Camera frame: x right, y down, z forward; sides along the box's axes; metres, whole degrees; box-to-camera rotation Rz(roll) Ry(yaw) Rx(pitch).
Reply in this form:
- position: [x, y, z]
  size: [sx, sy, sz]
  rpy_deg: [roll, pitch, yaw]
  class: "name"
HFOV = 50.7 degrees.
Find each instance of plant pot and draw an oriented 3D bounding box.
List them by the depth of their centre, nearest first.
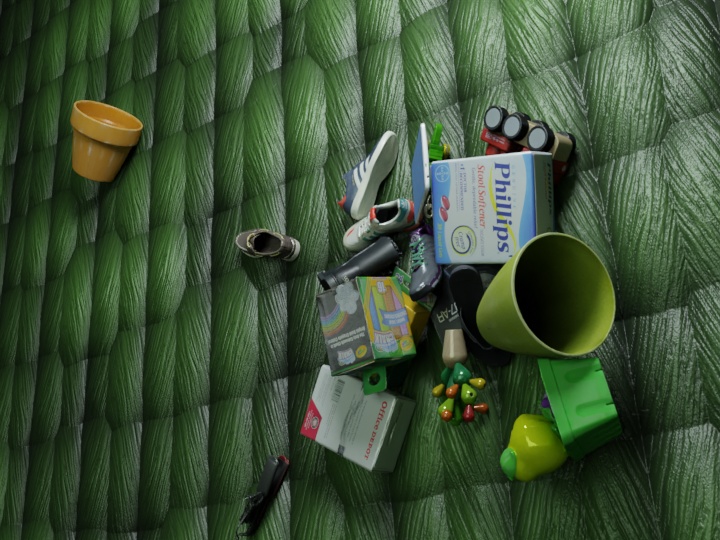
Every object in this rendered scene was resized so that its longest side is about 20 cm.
- position: [0.272, 0.060, 1.223]
  size: [0.200, 0.183, 0.191]
  rpy_deg: [143, 132, -64]
  class: "plant pot"
- position: [-0.759, -0.369, 2.221]
  size: [0.200, 0.198, 0.186]
  rpy_deg: [40, 115, 38]
  class: "plant pot"

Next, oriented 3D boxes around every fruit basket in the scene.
- position: [0.304, 0.237, 1.198]
  size: [0.213, 0.214, 0.158]
  rpy_deg: [-27, 61, 27]
  class: "fruit basket"

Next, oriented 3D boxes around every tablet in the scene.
- position: [0.115, -0.179, 1.449]
  size: [0.013, 0.200, 0.133]
  rpy_deg: [-2, 75, -1]
  class: "tablet"

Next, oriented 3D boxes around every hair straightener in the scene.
- position: [-0.223, 0.480, 1.599]
  size: [0.041, 0.077, 0.202]
  rpy_deg: [32, 96, 37]
  class: "hair straightener"

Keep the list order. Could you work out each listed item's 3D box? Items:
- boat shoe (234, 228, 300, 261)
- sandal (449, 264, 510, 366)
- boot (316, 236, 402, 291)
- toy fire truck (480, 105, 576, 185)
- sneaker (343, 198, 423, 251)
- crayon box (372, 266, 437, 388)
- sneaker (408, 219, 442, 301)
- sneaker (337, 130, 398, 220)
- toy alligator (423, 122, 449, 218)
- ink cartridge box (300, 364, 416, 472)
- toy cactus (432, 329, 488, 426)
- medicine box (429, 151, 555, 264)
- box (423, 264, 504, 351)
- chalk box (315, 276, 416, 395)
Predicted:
- position: [-0.231, -0.065, 1.792]
  size: [0.197, 0.059, 0.073]
  rpy_deg: [12, 83, 39]
  class: "boat shoe"
- position: [0.206, 0.089, 1.343]
  size: [0.075, 0.203, 0.043]
  rpy_deg: [-22, 18, 19]
  class: "sandal"
- position: [0.000, 0.000, 1.580]
  size: [0.166, 0.200, 0.077]
  rpy_deg: [-31, 92, -9]
  class: "boot"
- position: [0.278, -0.188, 1.423]
  size: [0.175, 0.127, 0.203]
  rpy_deg: [37, 116, 42]
  class: "toy fire truck"
- position: [0.029, -0.102, 1.585]
  size: [0.197, 0.093, 0.072]
  rpy_deg: [-21, 64, 30]
  class: "sneaker"
- position: [0.058, 0.110, 1.489]
  size: [0.125, 0.051, 0.203]
  rpy_deg: [37, 114, 39]
  class: "crayon box"
- position: [0.111, -0.019, 1.435]
  size: [0.074, 0.088, 0.201]
  rpy_deg: [-33, 14, 29]
  class: "sneaker"
- position: [0.009, -0.216, 1.648]
  size: [0.084, 0.075, 0.203]
  rpy_deg: [29, 94, 35]
  class: "sneaker"
- position: [0.144, -0.200, 1.560]
  size: [0.054, 0.058, 0.204]
  rpy_deg: [144, 134, -76]
  class: "toy alligator"
- position: [-0.005, 0.289, 1.491]
  size: [0.198, 0.083, 0.148]
  rpy_deg: [17, 86, 39]
  class: "ink cartridge box"
- position: [0.176, 0.189, 1.336]
  size: [0.100, 0.200, 0.169]
  rpy_deg: [-2, 85, 4]
  class: "toy cactus"
- position: [0.234, -0.107, 1.337]
  size: [0.197, 0.102, 0.186]
  rpy_deg: [-1, 94, 36]
  class: "medicine box"
- position: [0.220, 0.044, 1.425]
  size: [0.199, 0.043, 0.162]
  rpy_deg: [-35, 57, 23]
  class: "box"
- position: [0.015, 0.125, 1.412]
  size: [0.123, 0.122, 0.204]
  rpy_deg: [-23, 75, 41]
  class: "chalk box"
